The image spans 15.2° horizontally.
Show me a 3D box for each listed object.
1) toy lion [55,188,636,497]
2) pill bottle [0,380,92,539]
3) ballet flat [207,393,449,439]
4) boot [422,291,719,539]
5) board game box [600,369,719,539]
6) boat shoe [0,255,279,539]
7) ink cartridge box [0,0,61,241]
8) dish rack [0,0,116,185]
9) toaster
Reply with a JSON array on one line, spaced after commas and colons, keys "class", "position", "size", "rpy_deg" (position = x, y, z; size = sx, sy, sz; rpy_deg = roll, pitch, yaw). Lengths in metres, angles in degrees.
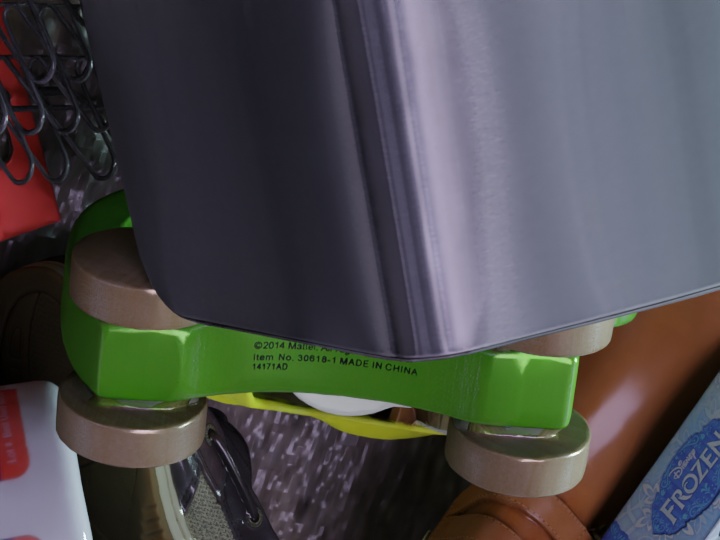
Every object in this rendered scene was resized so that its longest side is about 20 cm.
[{"class": "toy lion", "position": [0.000, 0.000, 0.908], "size": [0.199, 0.192, 0.069], "rpy_deg": [4, 113, -7]}, {"class": "pill bottle", "position": [-0.190, 0.108, 0.915], "size": [0.199, 0.112, 0.112], "rpy_deg": [-10, 114, -8]}, {"class": "ballet flat", "position": [0.011, 0.035, 0.998], "size": [0.199, 0.067, 0.067], "rpy_deg": [8, 101, -44]}, {"class": "boot", "position": [0.077, 0.072, 1.006], "size": [0.155, 0.074, 0.201], "rpy_deg": [-42, 157, -31]}, {"class": "board game box", "position": [0.203, 0.070, 1.030], "size": [0.199, 0.043, 0.199], "rpy_deg": [17, 113, -45]}, {"class": "boat shoe", "position": [-0.073, 0.079, 1.003], "size": [0.066, 0.072, 0.202], "rpy_deg": [-38, 112, -43]}, {"class": "ink cartridge box", "position": [-0.198, -0.022, 0.906], "size": [0.199, 0.050, 0.110], "rpy_deg": [-21, 116, -17]}, {"class": "dish rack", "position": [-0.083, -0.080, 0.874], "size": [0.199, 0.055, 0.153], "rpy_deg": [-5, 146, -52]}, {"class": "toaster", "position": [0.044, -0.057, 0.762], "size": [0.180, 0.200, 0.119], "rpy_deg": [-15, 101, -29]}]
